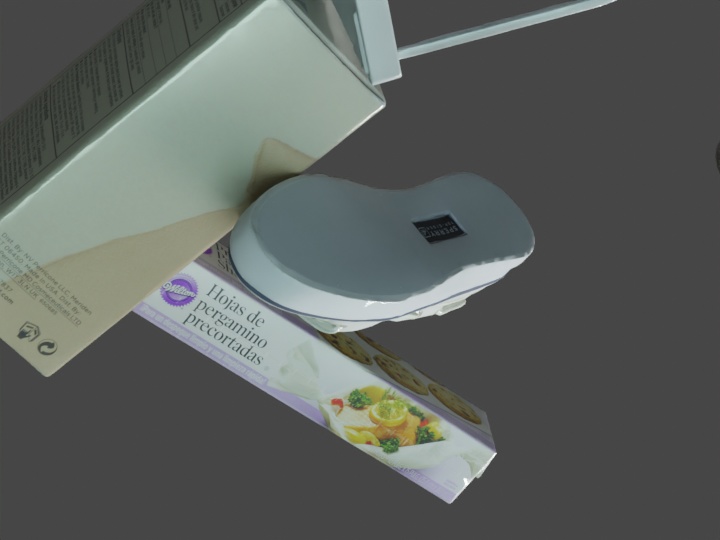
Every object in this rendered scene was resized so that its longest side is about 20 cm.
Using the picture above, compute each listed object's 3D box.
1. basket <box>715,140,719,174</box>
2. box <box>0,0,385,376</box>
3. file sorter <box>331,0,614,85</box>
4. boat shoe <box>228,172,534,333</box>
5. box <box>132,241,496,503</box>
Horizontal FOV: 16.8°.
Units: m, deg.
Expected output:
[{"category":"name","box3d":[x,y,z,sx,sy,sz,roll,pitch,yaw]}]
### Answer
[{"category":"basket","box3d":[0.264,-0.090,1.085,0.180,0.136,0.200,47,118,17]},{"category":"box","box3d":[-0.093,-0.056,1.079,0.200,0.095,0.078,-37,119,14]},{"category":"file sorter","box3d":[0.031,-0.204,0.989,0.124,0.139,0.200,-14,120,-4]},{"category":"boat shoe","box3d":[0.000,0.000,1.092,0.070,0.200,0.071,-45,73,29]},{"category":"box","box3d":[-0.022,0.045,1.175,0.200,0.041,0.039,33,109,-22]}]
